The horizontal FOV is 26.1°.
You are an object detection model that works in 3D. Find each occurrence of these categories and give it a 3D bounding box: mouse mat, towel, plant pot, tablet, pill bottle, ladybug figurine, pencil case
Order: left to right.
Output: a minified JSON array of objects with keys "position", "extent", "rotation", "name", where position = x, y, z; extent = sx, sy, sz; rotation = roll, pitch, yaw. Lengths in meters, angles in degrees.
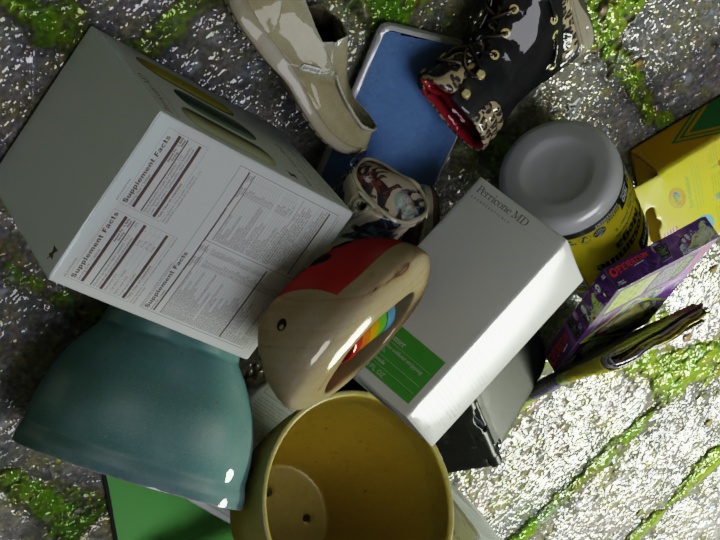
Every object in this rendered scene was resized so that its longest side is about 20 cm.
[{"position":[-0.174,0.107,1.302],"extent":[0.200,0.200,0.135],"rotation":[22,83,-41],"name":"plant pot"},{"position":[-0.165,0.219,1.498],"extent":[0.161,0.008,0.200],"rotation":[-18,130,-21],"name":"mouse mat"},{"position":[-0.037,0.217,1.391],"extent":[0.200,0.142,0.201],"rotation":[10,73,-32],"name":"plant pot"},{"position":[-0.035,-0.011,1.327],"extent":[0.200,0.078,0.089],"rotation":[-44,157,28],"name":"pencil case"},{"position":[-0.015,0.032,1.214],"extent":[0.200,0.072,0.136],"rotation":[-35,159,-54],"name":"ladybug figurine"},{"position":[0.030,-0.117,1.370],"extent":[0.130,0.014,0.200],"rotation":[7,118,-36],"name":"tablet"},{"position":[0.206,-0.047,1.452],"extent":[0.112,0.112,0.200],"rotation":[-41,148,0],"name":"pill bottle"},{"position":[0.245,0.088,1.550],"extent":[0.143,0.023,0.200],"rotation":[-26,175,-30],"name":"towel"}]

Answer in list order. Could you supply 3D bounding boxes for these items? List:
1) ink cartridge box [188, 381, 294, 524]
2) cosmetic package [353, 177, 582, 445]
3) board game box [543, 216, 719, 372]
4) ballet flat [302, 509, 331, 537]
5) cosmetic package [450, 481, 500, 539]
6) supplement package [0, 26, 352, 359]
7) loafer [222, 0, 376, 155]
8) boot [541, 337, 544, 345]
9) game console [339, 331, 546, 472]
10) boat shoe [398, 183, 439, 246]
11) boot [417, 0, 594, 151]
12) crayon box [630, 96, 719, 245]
[{"position":[-0.075,0.154,1.470],"extent":[0.200,0.057,0.162],"rotation":[-47,133,3],"name":"ink cartridge box"},{"position":[0.082,0.035,1.326],"extent":[0.200,0.108,0.085],"rotation":[-49,150,-7],"name":"cosmetic package"},{"position":[0.251,0.026,1.461],"extent":[0.120,0.032,0.200],"rotation":[-22,160,-19],"name":"board game box"},{"position":[-0.107,0.286,1.482],"extent":[0.199,0.063,0.069],"rotation":[-19,139,0],"name":"ballet flat"},{"position":[0.044,0.317,1.592],"extent":[0.200,0.166,0.167],"rotation":[-41,134,2],"name":"cosmetic package"},{"position":[-0.147,-0.058,1.206],"extent":[0.200,0.152,0.151],"rotation":[26,106,-41],"name":"supplement package"},{"position":[-0.035,-0.169,1.245],"extent":[0.068,0.076,0.200],"rotation":[-34,134,9],"name":"loafer"},{"position":[0.109,0.045,1.512],"extent":[0.131,0.070,0.200],"rotation":[-32,145,-12],"name":"boot"},{"position":[0.081,0.097,1.468],"extent":[0.175,0.117,0.200],"rotation":[-10,144,12],"name":"game console"},{"position":[0.001,0.004,1.392],"extent":[0.075,0.075,0.203],"rotation":[13,123,-23],"name":"boat shoe"},{"position":[0.111,-0.206,1.302],"extent":[0.151,0.073,0.200],"rotation":[-48,142,-10],"name":"boot"},{"position":[0.348,-0.097,1.560],"extent":[0.200,0.051,0.127],"rotation":[-31,133,-10],"name":"crayon box"}]
